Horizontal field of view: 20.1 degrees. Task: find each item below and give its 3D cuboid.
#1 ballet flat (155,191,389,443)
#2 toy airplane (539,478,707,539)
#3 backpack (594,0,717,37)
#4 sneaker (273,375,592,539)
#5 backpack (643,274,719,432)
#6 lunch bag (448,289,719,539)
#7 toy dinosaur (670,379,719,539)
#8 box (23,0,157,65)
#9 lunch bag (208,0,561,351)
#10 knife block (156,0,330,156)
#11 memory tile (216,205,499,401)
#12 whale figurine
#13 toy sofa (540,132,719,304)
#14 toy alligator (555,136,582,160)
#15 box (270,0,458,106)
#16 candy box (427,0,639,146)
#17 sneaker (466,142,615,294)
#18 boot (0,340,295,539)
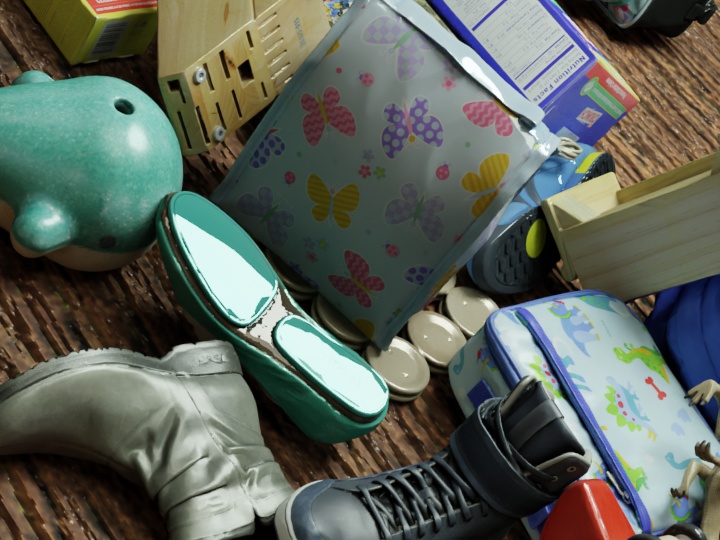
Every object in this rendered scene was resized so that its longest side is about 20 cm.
[{"bbox_3d":[-0.069,0.039,1.302,0.200,0.070,0.067,45,45,-2],"label":"ballet flat"},{"bbox_3d":[0.141,0.253,1.214,0.201,0.140,0.200,57,38,-34],"label":"toy airplane"},{"bbox_3d":[0.249,-0.332,1.843,0.150,0.178,0.201,9,41,-37],"label":"backpack"},{"bbox_3d":[0.050,0.124,1.216,0.201,0.146,0.077,0,54,-52],"label":"sneaker"},{"bbox_3d":[0.295,0.048,1.476,0.163,0.167,0.201,51,32,-19],"label":"backpack"},{"bbox_3d":[0.159,0.114,1.387,0.160,0.083,0.201,-5,57,-39],"label":"lunch bag"},{"bbox_3d":[0.260,0.116,1.344,0.200,0.058,0.102,-44,122,-21],"label":"toy dinosaur"},{"bbox_3d":[-0.229,-0.241,1.490,0.075,0.050,0.201,-14,60,-45],"label":"box"},{"bbox_3d":[0.025,-0.078,1.363,0.169,0.200,0.127,39,40,2],"label":"lunch bag"},{"bbox_3d":[-0.115,-0.171,1.430,0.175,0.064,0.200,16,45,39],"label":"knife block"},{"bbox_3d":[0.000,0.000,1.442,0.200,0.017,0.153,46,39,11],"label":"memory tile"},{"bbox_3d":[-0.205,-0.081,1.298,0.199,0.104,0.160,19,41,-25],"label":"whale figurine"},{"bbox_3d":[0.232,-0.040,1.445,0.082,0.199,0.098,-24,91,-40],"label":"toy sofa"},{"bbox_3d":[0.067,-0.098,1.545,0.198,0.055,0.059,17,28,-3],"label":"toy alligator"},{"bbox_3d":[-0.027,-0.185,1.525,0.136,0.038,0.200,-30,61,-15],"label":"box"},{"bbox_3d":[0.122,-0.198,1.635,0.200,0.077,0.169,52,9,16],"label":"candy box"},{"bbox_3d":[0.120,-0.042,1.546,0.078,0.067,0.200,14,34,28],"label":"sneaker"},{"bbox_3d":[-0.125,0.114,1.196,0.199,0.068,0.131,-7,60,-39],"label":"boot"}]
